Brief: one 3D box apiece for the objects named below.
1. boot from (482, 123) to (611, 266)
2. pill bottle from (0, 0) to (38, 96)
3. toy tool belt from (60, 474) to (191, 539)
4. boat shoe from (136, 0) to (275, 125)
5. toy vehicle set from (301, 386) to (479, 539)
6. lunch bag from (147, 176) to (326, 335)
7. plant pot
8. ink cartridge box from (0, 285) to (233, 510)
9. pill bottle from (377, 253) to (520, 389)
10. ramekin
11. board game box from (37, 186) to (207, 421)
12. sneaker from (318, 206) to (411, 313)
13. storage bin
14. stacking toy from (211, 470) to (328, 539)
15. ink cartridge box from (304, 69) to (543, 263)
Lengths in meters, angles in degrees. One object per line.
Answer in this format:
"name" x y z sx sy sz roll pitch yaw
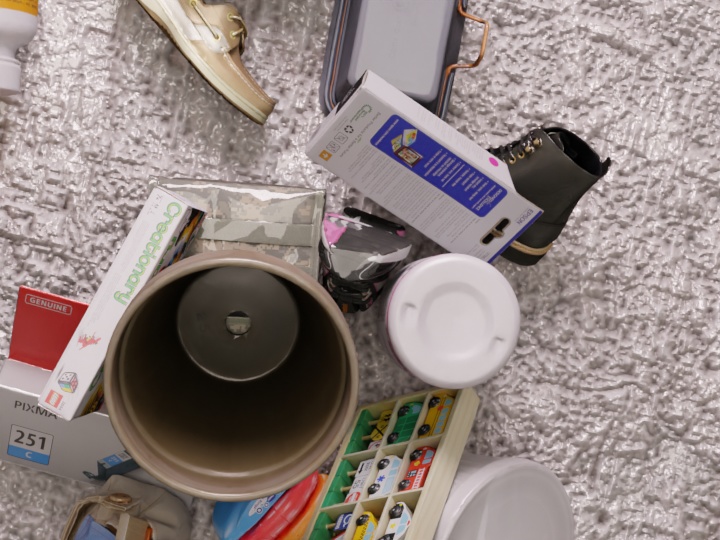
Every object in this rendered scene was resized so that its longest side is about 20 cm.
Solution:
"boot" 0.115 -0.105 1.487 0.199 0.138 0.078 26 44 -12
"pill bottle" -0.346 -0.262 1.478 0.110 0.111 0.201 2 89 -3
"toy tool belt" -0.220 0.292 1.453 0.124 0.123 0.201 14 101 -1
"boat shoe" -0.141 -0.223 1.508 0.066 0.074 0.200 -41 92 2
"toy vehicle set" 0.024 0.185 1.428 0.124 0.200 0.027 -17 122 33
"lunch bag" -0.119 0.019 1.487 0.163 0.118 0.201 5 94 -1
"plant pot" -0.102 0.064 1.346 0.199 0.174 0.201 0 105 -2
"ink cartridge box" -0.228 0.118 1.467 0.199 0.045 0.177 15 126 -3
"pill bottle" 0.073 0.044 1.454 0.113 0.200 0.114 0 89 -3
"ramekin" 0.095 0.255 1.465 0.202 0.094 0.203 -16 112 -44
"board game box" -0.196 0.027 1.367 0.035 0.126 0.201 29 91 2
"sneaker" 0.000 0.000 1.456 0.080 0.200 0.087 19 97 7
"storage bin" 0.047 -0.225 1.490 0.145 0.134 0.201 11 89 -3
"stacking toy" -0.033 0.254 1.505 0.200 0.110 0.116 45 84 -13
"ink cartridge box" 0.057 -0.086 1.447 0.200 0.037 0.095 35 128 -13
